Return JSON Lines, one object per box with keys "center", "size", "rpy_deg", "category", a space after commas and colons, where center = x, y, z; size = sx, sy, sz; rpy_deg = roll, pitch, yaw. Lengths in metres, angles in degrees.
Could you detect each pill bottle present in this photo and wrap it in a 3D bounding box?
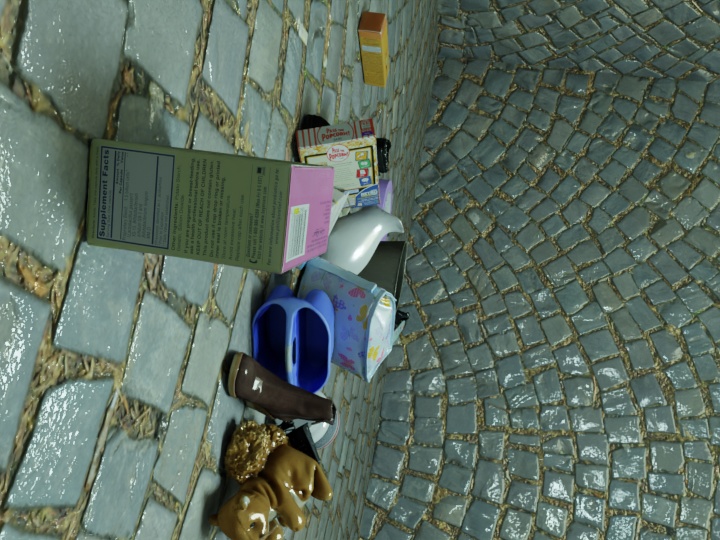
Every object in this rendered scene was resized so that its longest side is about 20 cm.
{"center": [-0.112, 0.302, 1.430], "size": [0.201, 0.116, 0.123], "rpy_deg": [71, 29, -71], "category": "pill bottle"}

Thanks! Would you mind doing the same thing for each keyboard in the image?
{"center": [-0.144, 0.330, 1.265], "size": [0.200, 0.039, 0.106], "rpy_deg": [-41, -113, 49], "category": "keyboard"}

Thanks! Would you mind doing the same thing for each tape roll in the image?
{"center": [0.055, -0.188, 2.215], "size": [0.200, 0.064, 0.207], "rpy_deg": [9, 90, -80], "category": "tape roll"}

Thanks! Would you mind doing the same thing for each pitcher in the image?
{"center": [-0.031, -0.083, 1.470], "size": [0.199, 0.173, 0.121], "rpy_deg": [-40, 162, -2], "category": "pitcher"}

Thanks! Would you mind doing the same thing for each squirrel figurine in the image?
{"center": [-0.171, 0.353, 1.143], "size": [0.185, 0.140, 0.204], "rpy_deg": [-13, 75, -55], "category": "squirrel figurine"}

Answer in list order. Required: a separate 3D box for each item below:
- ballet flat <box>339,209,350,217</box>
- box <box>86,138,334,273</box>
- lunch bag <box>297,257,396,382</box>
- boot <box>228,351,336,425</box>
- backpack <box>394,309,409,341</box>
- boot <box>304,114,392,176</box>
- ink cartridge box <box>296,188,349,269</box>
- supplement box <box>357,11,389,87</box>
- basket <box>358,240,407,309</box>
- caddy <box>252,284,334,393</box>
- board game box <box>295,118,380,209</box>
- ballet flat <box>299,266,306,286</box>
{"center": [-0.046, -0.095, 1.563], "size": [0.071, 0.067, 0.205], "rpy_deg": [126, -33, -55], "category": "ballet flat"}
{"center": [-0.141, -0.069, 0.704], "size": [0.176, 0.194, 0.100], "rpy_deg": [-37, 135, -77], "category": "box"}
{"center": [-0.023, 0.078, 1.296], "size": [0.128, 0.166, 0.204], "rpy_deg": [-49, 150, -39], "category": "lunch bag"}
{"center": [-0.122, 0.197, 1.139], "size": [0.201, 0.161, 0.074], "rpy_deg": [80, 21, -61], "category": "boot"}
{"center": [0.069, 0.200, 2.373], "size": [0.200, 0.162, 0.130], "rpy_deg": [-49, 152, -62], "category": "backpack"}
{"center": [-0.022, -0.250, 1.395], "size": [0.198, 0.157, 0.076], "rpy_deg": [59, 39, -75], "category": "boot"}
{"center": [-0.090, -0.095, 1.299], "size": [0.117, 0.067, 0.200], "rpy_deg": [-62, 178, 21], "category": "ink cartridge box"}
{"center": [0.037, -0.566, 1.792], "size": [0.201, 0.067, 0.068], "rpy_deg": [76, 25, -62], "category": "supplement box"}
{"center": [0.000, 0.000, 1.623], "size": [0.137, 0.194, 0.184], "rpy_deg": [84, 18, -57], "category": "basket"}
{"center": [-0.116, 0.125, 1.208], "size": [0.106, 0.137, 0.205], "rpy_deg": [-75, 169, -61], "category": "caddy"}
{"center": [-0.039, -0.197, 1.356], "size": [0.202, 0.147, 0.047], "rpy_deg": [84, -3, -57], "category": "board game box"}
{"center": [-0.104, 0.062, 1.442], "size": [0.202, 0.071, 0.075], "rpy_deg": [-71, 165, -52], "category": "ballet flat"}
